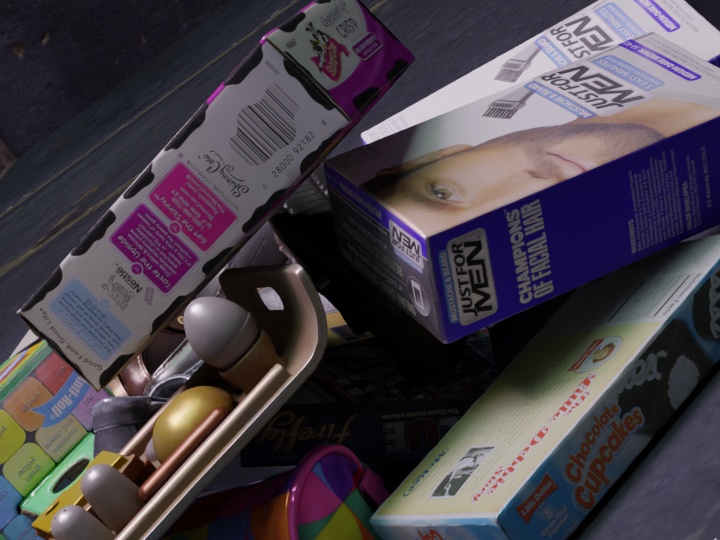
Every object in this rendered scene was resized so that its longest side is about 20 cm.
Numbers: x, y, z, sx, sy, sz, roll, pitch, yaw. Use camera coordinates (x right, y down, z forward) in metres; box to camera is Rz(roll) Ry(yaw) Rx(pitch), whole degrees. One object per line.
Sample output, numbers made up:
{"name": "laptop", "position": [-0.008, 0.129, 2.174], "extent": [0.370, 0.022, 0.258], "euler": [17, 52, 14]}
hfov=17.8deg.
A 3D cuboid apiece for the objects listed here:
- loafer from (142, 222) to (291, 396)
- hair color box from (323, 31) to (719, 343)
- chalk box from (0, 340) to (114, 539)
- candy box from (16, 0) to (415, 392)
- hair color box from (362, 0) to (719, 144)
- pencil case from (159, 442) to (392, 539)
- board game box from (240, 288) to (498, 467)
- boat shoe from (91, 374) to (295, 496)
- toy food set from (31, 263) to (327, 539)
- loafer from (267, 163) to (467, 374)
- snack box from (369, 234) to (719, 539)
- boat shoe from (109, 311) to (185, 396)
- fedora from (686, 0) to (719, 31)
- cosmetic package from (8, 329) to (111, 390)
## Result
{"name": "loafer", "position": [-0.083, 0.024, 1.504], "extent": [0.200, 0.072, 0.073], "euler": [-44, -17, -38]}
{"name": "hair color box", "position": [0.095, -0.045, 1.131], "extent": [0.199, 0.065, 0.109], "euler": [-24, 32, -19]}
{"name": "chalk box", "position": [-0.202, 0.129, 1.434], "extent": [0.124, 0.124, 0.200], "euler": [-45, 7, -21]}
{"name": "candy box", "position": [-0.071, -0.044, 1.154], "extent": [0.200, 0.061, 0.136], "euler": [-46, 1, 22]}
{"name": "hair color box", "position": [0.113, -0.080, 1.305], "extent": [0.199, 0.065, 0.109], "euler": [-31, 36, -3]}
{"name": "pencil case", "position": [-0.062, 0.146, 1.165], "extent": [0.199, 0.089, 0.088], "euler": [-21, 22, 48]}
{"name": "board game box", "position": [0.005, 0.052, 1.240], "extent": [0.134, 0.035, 0.200], "euler": [-2, 17, 1]}
{"name": "boat shoe", "position": [-0.094, 0.092, 1.296], "extent": [0.071, 0.068, 0.200], "euler": [-18, -8, 24]}
{"name": "toy food set", "position": [-0.109, 0.076, 1.122], "extent": [0.200, 0.060, 0.143], "euler": [-46, 13, -15]}
{"name": "loafer", "position": [0.000, 0.000, 1.225], "extent": [0.073, 0.072, 0.200], "euler": [-18, 28, -13]}
{"name": "snack box", "position": [0.103, 0.063, 1.091], "extent": [0.200, 0.037, 0.116], "euler": [-46, 16, -25]}
{"name": "boat shoe", "position": [-0.126, 0.048, 1.581], "extent": [0.070, 0.070, 0.200], "euler": [-39, 13, 13]}
{"name": "fedora", "position": [0.265, -0.223, 1.464], "extent": [0.200, 0.090, 0.177], "euler": [-41, 11, 19]}
{"name": "cosmetic package", "position": [-0.176, 0.038, 1.758], "extent": [0.087, 0.104, 0.200], "euler": [-33, 16, 27]}
